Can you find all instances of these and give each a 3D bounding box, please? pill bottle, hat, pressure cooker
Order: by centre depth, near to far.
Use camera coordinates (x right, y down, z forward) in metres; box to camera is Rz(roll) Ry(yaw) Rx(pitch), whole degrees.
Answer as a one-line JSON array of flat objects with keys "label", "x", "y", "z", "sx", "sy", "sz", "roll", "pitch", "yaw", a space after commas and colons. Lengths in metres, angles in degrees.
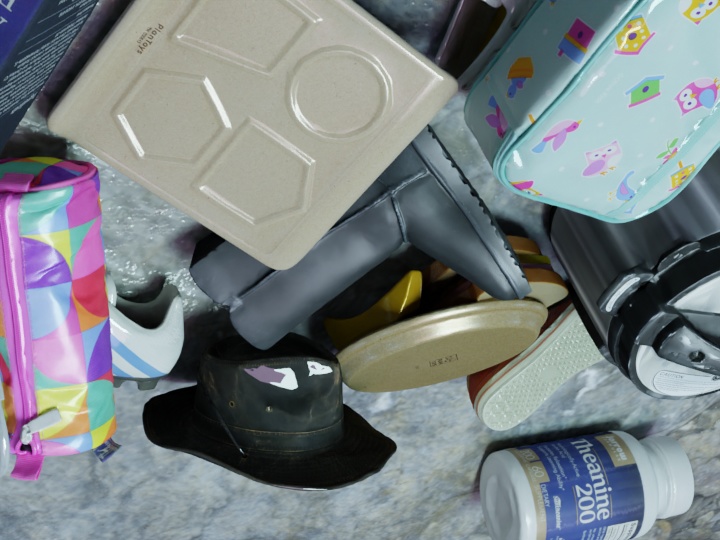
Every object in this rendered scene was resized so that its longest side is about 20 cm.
[{"label": "pressure cooker", "x": 0.252, "y": 0.002, "z": 0.923, "sx": 0.175, "sy": 0.200, "sz": 0.179, "roll": -23, "pitch": 141, "yaw": 1}, {"label": "hat", "x": -0.065, "y": 0.091, "z": 0.928, "sx": 0.200, "sy": 0.201, "sz": 0.081, "roll": 3, "pitch": 105, "yaw": -26}, {"label": "pill bottle", "x": 0.232, "y": 0.224, "z": 1.228, "sx": 0.199, "sy": 0.111, "sz": 0.111, "roll": -7, "pitch": 138, "yaw": -17}]

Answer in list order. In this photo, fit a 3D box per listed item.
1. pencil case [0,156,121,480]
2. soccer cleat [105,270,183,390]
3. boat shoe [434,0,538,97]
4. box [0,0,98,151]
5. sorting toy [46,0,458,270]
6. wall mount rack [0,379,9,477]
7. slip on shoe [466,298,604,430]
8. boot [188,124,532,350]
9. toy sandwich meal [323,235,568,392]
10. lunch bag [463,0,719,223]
[{"label": "pencil case", "x": -0.203, "y": 0.028, "z": 0.780, "sx": 0.088, "sy": 0.088, "sz": 0.201, "roll": -7, "pitch": 107, "yaw": -17}, {"label": "soccer cleat", "x": -0.221, "y": 0.034, "z": 0.864, "sx": 0.199, "sy": 0.070, "sz": 0.087, "roll": 5, "pitch": 116, "yaw": -30}, {"label": "boat shoe", "x": 0.097, "y": -0.187, "z": 0.752, "sx": 0.070, "sy": 0.071, "sz": 0.200, "roll": -3, "pitch": 143, "yaw": -25}, {"label": "box", "x": -0.217, "y": -0.142, "z": 0.584, "sx": 0.148, "sy": 0.104, "sz": 0.200, "roll": 37, "pitch": 117, "yaw": -7}, {"label": "sorting toy", "x": -0.067, "y": -0.108, "z": 0.763, "sx": 0.200, "sy": 0.037, "sz": 0.185, "roll": 31, "pitch": 119, "yaw": -26}, {"label": "wall mount rack", "x": -0.259, "y": 0.037, "z": 0.725, "sx": 0.074, "sy": 0.201, "sz": 0.174, "roll": -13, "pitch": -178, "yaw": -34}, {"label": "slip on shoe", "x": 0.174, "y": 0.059, "z": 1.066, "sx": 0.200, "sy": 0.061, "sz": 0.074, "roll": -39, "pitch": 126, "yaw": 0}, {"label": "boot", "x": -0.001, "y": -0.001, "z": 0.870, "sx": 0.200, "sy": 0.066, "sz": 0.165, "roll": -34, "pitch": 97, "yaw": 9}, {"label": "toy sandwich meal", "x": 0.062, "y": 0.039, "z": 0.980, "sx": 0.204, "sy": 0.071, "sz": 0.205, "roll": -13, "pitch": 162, "yaw": -4}, {"label": "lunch bag", "x": 0.177, "y": -0.122, "z": 0.739, "sx": 0.160, "sy": 0.077, "sz": 0.200, "roll": 16, "pitch": 129, "yaw": -35}]
